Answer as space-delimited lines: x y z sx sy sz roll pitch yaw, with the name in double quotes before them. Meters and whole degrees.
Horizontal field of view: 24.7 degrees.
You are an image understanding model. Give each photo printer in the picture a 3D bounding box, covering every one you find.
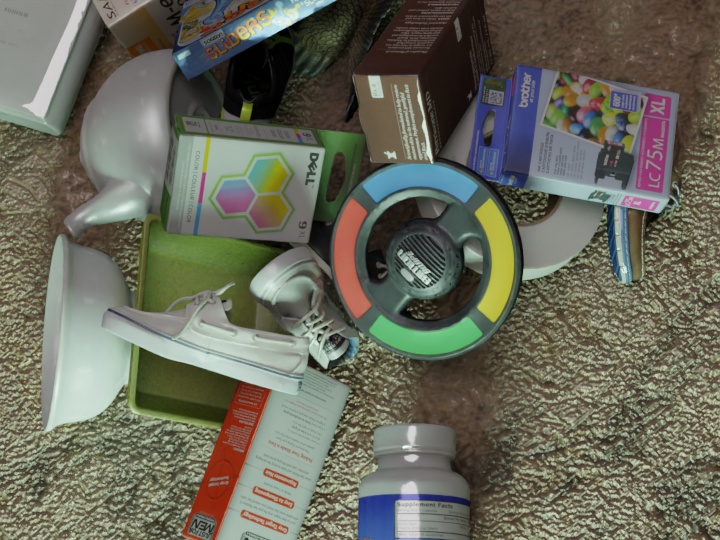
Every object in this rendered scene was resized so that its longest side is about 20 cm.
"photo printer" -0.375 -0.267 1.843 0.165 0.069 0.201 17 80 15

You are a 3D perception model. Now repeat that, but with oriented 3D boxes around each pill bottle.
"pill bottle" 0.052 0.255 1.604 0.111 0.112 0.202 -3 75 10

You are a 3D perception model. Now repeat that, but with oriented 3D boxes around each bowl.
"bowl" -0.274 0.067 1.692 0.090 0.201 0.203 5 75 -15

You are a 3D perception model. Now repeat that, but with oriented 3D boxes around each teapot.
"teapot" -0.227 -0.135 1.730 0.145 0.200 0.199 -9 86 21

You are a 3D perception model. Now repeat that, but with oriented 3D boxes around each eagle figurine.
"eagle figurine" 0.013 -0.271 1.744 0.200 0.152 0.151 -37 92 -6

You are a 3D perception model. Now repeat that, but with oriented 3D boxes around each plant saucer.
"plant saucer" -0.159 0.063 1.678 0.048 0.199 0.202 -13 69 46

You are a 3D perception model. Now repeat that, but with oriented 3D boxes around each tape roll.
"tape roll" 0.150 -0.089 1.670 0.201 0.037 0.204 6 69 -15

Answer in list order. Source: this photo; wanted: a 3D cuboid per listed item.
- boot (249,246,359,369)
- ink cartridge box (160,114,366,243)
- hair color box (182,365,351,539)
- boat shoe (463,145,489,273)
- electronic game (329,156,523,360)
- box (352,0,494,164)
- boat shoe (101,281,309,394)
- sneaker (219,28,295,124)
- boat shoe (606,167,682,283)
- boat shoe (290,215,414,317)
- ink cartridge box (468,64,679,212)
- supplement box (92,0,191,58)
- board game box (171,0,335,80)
"boot" -0.044 0.042 1.632 0.073 0.200 0.096 -40 75 3
"ink cartridge box" -0.092 -0.087 1.627 0.198 0.059 0.104 4 115 -16
"hair color box" -0.093 0.189 1.647 0.061 0.101 0.201 7 73 49
"boat shoe" 0.112 -0.092 1.707 0.057 0.067 0.201 -4 71 14
"electronic game" 0.062 -0.011 1.604 0.199 0.042 0.202 4 101 21
"box" 0.065 -0.199 1.621 0.074 0.101 0.200 5 38 24
"boat shoe" -0.141 0.050 1.568 0.201 0.075 0.087 18 89 -7
"sneaker" -0.101 -0.215 1.701 0.071 0.083 0.201 9 50 -7
"boat shoe" 0.288 -0.086 1.669 0.072 0.072 0.202 1 80 2
"boat shoe" 0.000 0.000 1.704 0.060 0.074 0.200 -48 64 1
"ink cartridge box" 0.211 -0.134 1.629 0.198 0.042 0.120 9 70 1
"supplement box" -0.187 -0.318 1.792 0.199 0.126 0.074 -31 73 2
"board game box" -0.095 -0.279 1.677 0.199 0.035 0.136 -26 28 14
